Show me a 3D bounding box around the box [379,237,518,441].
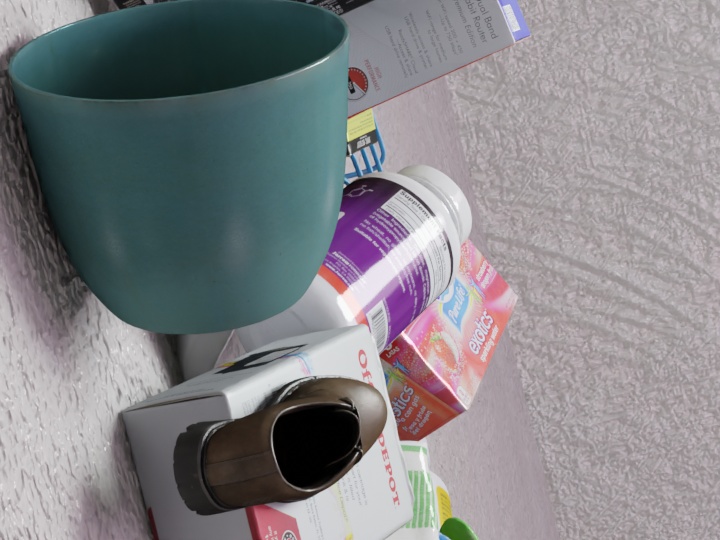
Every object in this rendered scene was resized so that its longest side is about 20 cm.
[{"bbox_3d":[0.048,0.053,1.605,0.103,0.095,0.200,49,30,-9],"label":"box"}]

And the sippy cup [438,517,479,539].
[{"bbox_3d":[0.019,0.244,1.525,0.130,0.140,0.178,45,3,27],"label":"sippy cup"}]

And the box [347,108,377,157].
[{"bbox_3d":[-0.035,-0.187,1.476,0.075,0.050,0.201,-36,118,-67],"label":"box"}]

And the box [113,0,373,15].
[{"bbox_3d":[-0.084,-0.230,1.325,0.158,0.199,0.050,54,26,-31],"label":"box"}]

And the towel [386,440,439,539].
[{"bbox_3d":[-0.011,0.209,1.434,0.023,0.152,0.201,110,-19,-48],"label":"towel"}]

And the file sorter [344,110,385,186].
[{"bbox_3d":[-0.048,-0.073,1.623,0.200,0.122,0.139,-89,162,-53],"label":"file sorter"}]

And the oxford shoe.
[{"bbox_3d":[-0.025,0.105,1.172,0.200,0.084,0.073,-22,98,-61],"label":"oxford shoe"}]

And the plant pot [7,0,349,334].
[{"bbox_3d":[-0.100,-0.059,1.154,0.201,0.200,0.162,-80,167,-66],"label":"plant pot"}]

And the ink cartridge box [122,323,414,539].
[{"bbox_3d":[-0.055,0.131,1.278,0.200,0.083,0.146,-22,99,-61],"label":"ink cartridge box"}]

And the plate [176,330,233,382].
[{"bbox_3d":[-0.092,-0.045,1.358,0.200,0.032,0.200,-90,-157,-48],"label":"plate"}]

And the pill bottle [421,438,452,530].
[{"bbox_3d":[0.027,0.241,1.669,0.113,0.112,0.201,62,18,-55],"label":"pill bottle"}]

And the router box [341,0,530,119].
[{"bbox_3d":[0.001,-0.224,1.389,0.201,0.179,0.049,66,23,-4],"label":"router box"}]

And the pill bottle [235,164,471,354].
[{"bbox_3d":[0.000,0.000,1.451,0.200,0.112,0.113,-42,124,-42],"label":"pill bottle"}]
